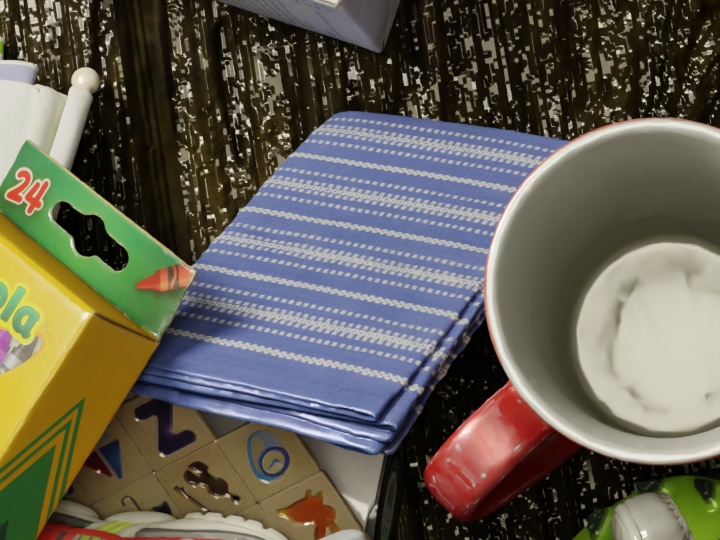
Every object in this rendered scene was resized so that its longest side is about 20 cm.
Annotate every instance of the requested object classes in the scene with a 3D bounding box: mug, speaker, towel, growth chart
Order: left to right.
[{"bbox_3d":[-0.218,-0.070,1.260,0.199,0.018,0.145,9,47,10],"label":"growth chart"},{"bbox_3d":[-0.084,0.091,1.225,0.199,0.081,0.082,8,84,9],"label":"speaker"},{"bbox_3d":[0.000,0.000,1.176,0.144,0.024,0.200,10,42,30],"label":"towel"},{"bbox_3d":[0.107,0.024,1.146,0.177,0.200,0.134,-14,82,7],"label":"mug"}]

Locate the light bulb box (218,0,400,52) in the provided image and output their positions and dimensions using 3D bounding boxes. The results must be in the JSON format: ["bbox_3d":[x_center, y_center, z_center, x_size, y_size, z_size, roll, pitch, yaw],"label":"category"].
[{"bbox_3d":[-0.060,-0.227,1.238,0.199,0.125,0.199,19,87,10],"label":"light bulb box"}]

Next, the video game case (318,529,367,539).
[{"bbox_3d":[-0.060,0.222,1.086,0.199,0.022,0.183,-20,95,-20],"label":"video game case"}]

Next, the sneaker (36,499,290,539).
[{"bbox_3d":[-0.121,0.142,1.157,0.199,0.085,0.077,-5,112,15],"label":"sneaker"}]

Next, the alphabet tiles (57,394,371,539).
[{"bbox_3d":[-0.066,0.147,1.198,0.166,0.006,0.200,-28,105,22],"label":"alphabet tiles"}]

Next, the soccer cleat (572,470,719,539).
[{"bbox_3d":[0.184,0.116,1.193,0.199,0.081,0.068,-21,44,22],"label":"soccer cleat"}]

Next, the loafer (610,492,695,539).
[{"bbox_3d":[0.164,0.162,1.147,0.070,0.070,0.200,-29,125,4],"label":"loafer"}]

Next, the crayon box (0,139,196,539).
[{"bbox_3d":[-0.170,0.049,1.150,0.127,0.051,0.201,35,95,36],"label":"crayon box"}]
